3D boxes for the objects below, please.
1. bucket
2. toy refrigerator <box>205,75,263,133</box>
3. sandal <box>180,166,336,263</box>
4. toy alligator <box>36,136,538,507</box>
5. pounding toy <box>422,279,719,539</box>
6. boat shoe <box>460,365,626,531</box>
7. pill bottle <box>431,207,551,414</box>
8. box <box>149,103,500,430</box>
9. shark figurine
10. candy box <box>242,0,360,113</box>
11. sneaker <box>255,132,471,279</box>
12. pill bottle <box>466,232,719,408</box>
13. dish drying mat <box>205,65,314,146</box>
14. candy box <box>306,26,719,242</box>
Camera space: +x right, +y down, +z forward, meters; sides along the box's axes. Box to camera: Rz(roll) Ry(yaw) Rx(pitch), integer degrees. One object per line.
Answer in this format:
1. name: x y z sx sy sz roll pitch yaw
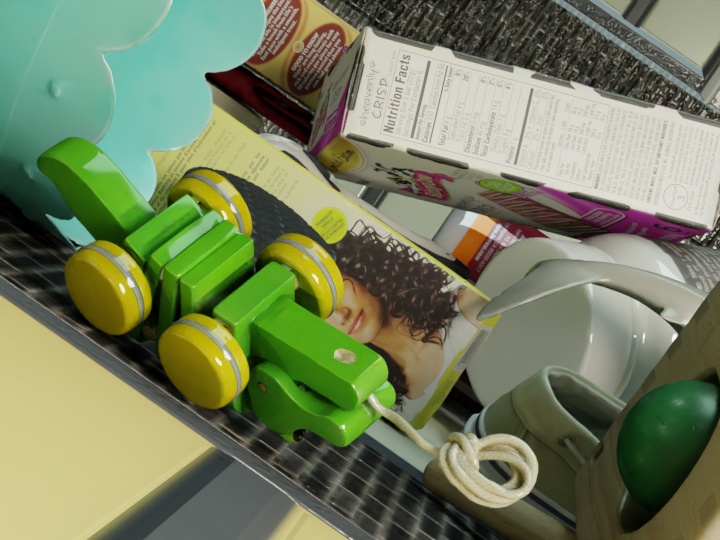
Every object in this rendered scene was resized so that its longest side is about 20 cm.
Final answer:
1. bucket: -0.109 -0.123 0.790 0.135 0.207 0.207 32 3 4
2. toy refrigerator: -0.117 -0.090 1.285 0.070 0.076 0.200 33 3 -16
3. sandal: -0.057 0.004 0.854 0.075 0.048 0.200 35 16 -4
4. toy alligator: -0.030 0.027 0.669 0.200 0.059 0.054 36 -37 20
5. pounding toy: 0.137 0.105 0.724 0.200 0.142 0.184 32 18 -7
6. boat shoe: 0.132 0.106 0.872 0.200 0.062 0.072 27 38 -22
7. pill bottle: 0.115 0.051 1.238 0.200 0.113 0.113 35 3 1
8. box: -0.035 -0.011 0.975 0.200 0.075 0.050 34 3 11
9. shark figurine: 0.160 0.062 0.934 0.215 0.128 0.090 48 35 -21
10. candy box: -0.036 -0.131 1.222 0.200 0.057 0.117 30 5 -37
11. sneaker: 0.000 0.000 1.091 0.129 0.080 0.199 27 -10 23
12. pill bottle: 0.158 0.040 1.091 0.200 0.113 0.113 9 19 -38
13. dish drying mat: -0.097 -0.133 1.279 0.077 0.018 0.200 30 6 -45
14. candy box: 0.079 -0.064 1.104 0.199 0.061 0.136 15 -7 -7
